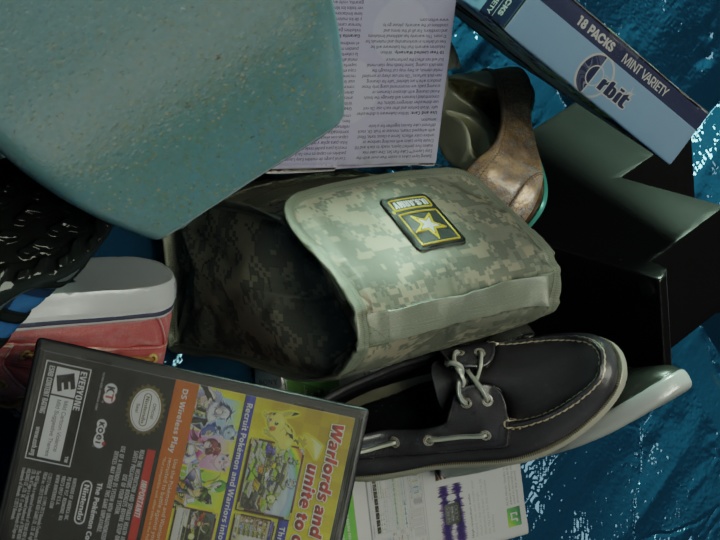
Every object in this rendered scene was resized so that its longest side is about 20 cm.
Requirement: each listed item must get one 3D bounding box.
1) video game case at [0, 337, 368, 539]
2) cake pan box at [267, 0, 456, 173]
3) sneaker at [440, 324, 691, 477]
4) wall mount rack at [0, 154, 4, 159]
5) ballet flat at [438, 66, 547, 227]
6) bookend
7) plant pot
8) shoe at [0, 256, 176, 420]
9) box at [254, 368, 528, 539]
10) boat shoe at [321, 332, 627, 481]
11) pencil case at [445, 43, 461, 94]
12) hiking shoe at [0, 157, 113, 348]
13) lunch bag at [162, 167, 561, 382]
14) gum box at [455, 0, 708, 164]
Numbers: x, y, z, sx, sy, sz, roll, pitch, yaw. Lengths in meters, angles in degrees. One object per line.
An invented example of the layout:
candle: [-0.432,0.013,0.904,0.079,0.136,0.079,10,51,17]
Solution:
video game case: [-0.104,0.152,1.056,0.180,0.026,0.200,13,86,-8]
cake pan box: [-0.038,-0.149,1.143,0.200,0.052,0.185,-5,108,-29]
sneaker: [0.111,0.063,1.249,0.071,0.200,0.099,-16,87,-46]
wall mount rack: [-0.278,-0.080,1.051,0.174,0.075,0.200,-44,114,-37]
ballet flat: [0.080,-0.094,1.306,0.067,0.200,0.068,26,112,-16]
bookend: [0.177,-0.024,1.335,0.200,0.199,0.092,-34,128,-37]
plant pot: [-0.112,-0.135,0.986,0.196,0.196,0.200,-33,113,2]
shoe: [-0.200,0.046,1.104,0.200,0.071,0.091,-3,112,-25]
box: [0.023,0.121,1.314,0.200,0.036,0.145,-7,92,-42]
boat shoe: [0.060,0.080,1.196,0.063,0.200,0.073,41,36,-58]
pencil case: [-0.035,-0.132,1.244,0.200,0.089,0.078,2,79,-40]
hiking shoe: [-0.203,0.012,1.014,0.074,0.087,0.200,43,53,0]
lunch bag: [0.000,0.000,1.186,0.164,0.200,0.118,-11,104,-39]
gum box: [0.104,-0.159,1.260,0.170,0.200,0.045,33,95,-38]
